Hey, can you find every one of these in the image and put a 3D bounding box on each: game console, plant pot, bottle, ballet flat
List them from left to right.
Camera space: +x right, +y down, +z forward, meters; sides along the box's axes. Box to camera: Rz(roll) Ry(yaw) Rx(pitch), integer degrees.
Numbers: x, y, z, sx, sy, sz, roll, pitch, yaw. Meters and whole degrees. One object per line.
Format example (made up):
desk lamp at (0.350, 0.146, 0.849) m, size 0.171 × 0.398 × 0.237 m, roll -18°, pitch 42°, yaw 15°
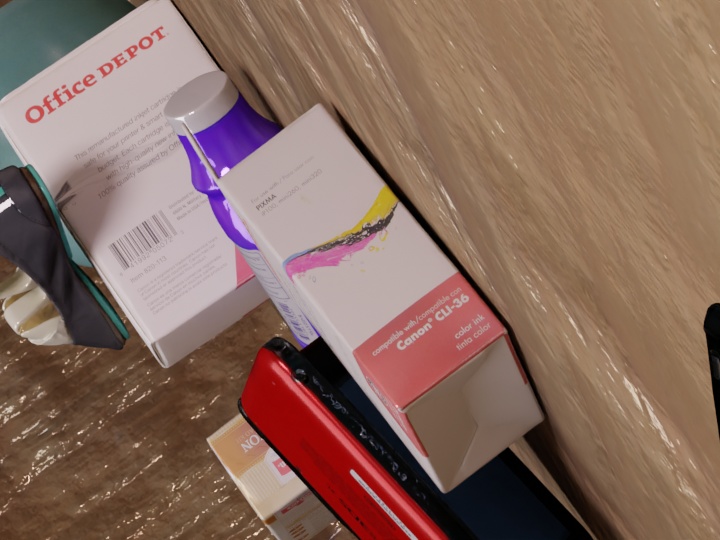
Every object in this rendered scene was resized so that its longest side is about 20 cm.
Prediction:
ballet flat at (-0.213, 0.004, 1.584) m, size 0.073 × 0.073 × 0.200 m, roll 52°, pitch 171°, yaw 33°
plant pot at (-0.191, -0.094, 1.778) m, size 0.161 × 0.200 × 0.201 m, roll 34°, pitch 161°, yaw 51°
bottle at (-0.053, -0.033, 1.504) m, size 0.201 × 0.065 × 0.084 m, roll 57°, pitch 174°, yaw -26°
game console at (0.043, 0.099, 1.267) m, size 0.200 × 0.119 × 0.172 m, roll 46°, pitch 161°, yaw 7°

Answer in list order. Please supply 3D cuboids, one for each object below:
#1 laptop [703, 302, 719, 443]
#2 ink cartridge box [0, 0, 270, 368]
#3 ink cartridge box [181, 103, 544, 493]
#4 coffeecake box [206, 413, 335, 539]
laptop at (0.166, 0.107, 0.570) m, size 0.177 × 0.103 × 0.202 m, roll -152°, pitch 53°, yaw -79°
ink cartridge box at (-0.132, -0.060, 1.625) m, size 0.200 × 0.146 × 0.083 m, roll 54°, pitch 173°, yaw 13°
ink cartridge box at (0.000, 0.000, 1.180) m, size 0.200 × 0.067 × 0.117 m, roll 51°, pitch 175°, yaw 27°
coffeecake box at (-0.019, 0.119, 1.722) m, size 0.073 × 0.153 × 0.200 m, roll 53°, pitch 175°, yaw 12°
